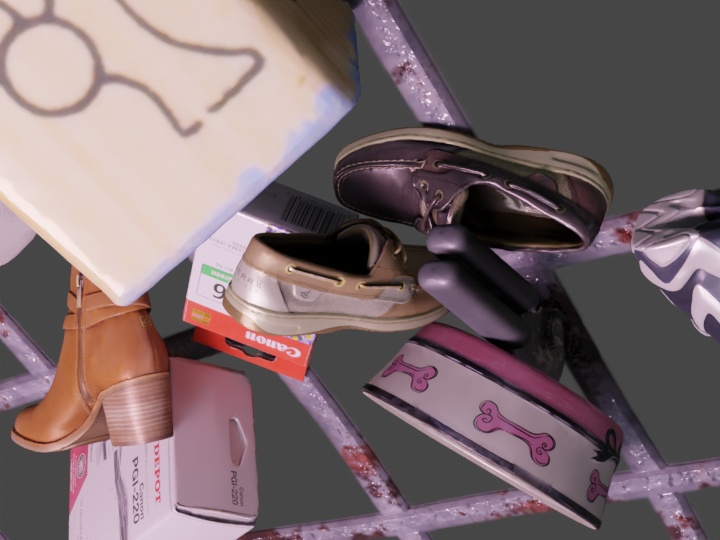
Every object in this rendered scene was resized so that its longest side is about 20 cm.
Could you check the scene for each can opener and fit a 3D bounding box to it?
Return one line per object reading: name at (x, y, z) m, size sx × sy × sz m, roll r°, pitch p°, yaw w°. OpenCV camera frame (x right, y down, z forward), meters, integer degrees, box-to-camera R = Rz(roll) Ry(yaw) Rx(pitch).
can opener at (0.089, 0.029, 0.935) m, size 0.067 × 0.053 × 0.200 m, roll -1°, pitch 155°, yaw 36°

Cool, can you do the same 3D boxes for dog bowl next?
dog bowl at (0.104, 0.109, 0.971) m, size 0.200 × 0.074 × 0.200 m, roll 30°, pitch 174°, yaw 3°

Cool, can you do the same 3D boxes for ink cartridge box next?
ink cartridge box at (-0.176, 0.186, 1.146) m, size 0.085 × 0.146 × 0.200 m, roll 18°, pitch 140°, yaw -34°
ink cartridge box at (-0.079, 0.021, 1.038) m, size 0.109 × 0.050 × 0.200 m, roll 21°, pitch 133°, yaw 2°

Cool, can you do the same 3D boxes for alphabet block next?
alphabet block at (-0.136, -0.137, 0.773) m, size 0.195 × 0.196 × 0.200 m, roll -40°, pitch 110°, yaw 14°

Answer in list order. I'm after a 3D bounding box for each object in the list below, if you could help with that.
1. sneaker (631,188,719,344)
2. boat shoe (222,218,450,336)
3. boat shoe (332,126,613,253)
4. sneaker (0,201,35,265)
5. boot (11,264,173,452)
sneaker at (0.289, 0.001, 0.858) m, size 0.199 × 0.080 × 0.130 m, roll -16°, pitch 124°, yaw 32°
boat shoe at (0.000, 0.000, 0.919) m, size 0.074 × 0.200 × 0.067 m, roll 39°, pitch 124°, yaw 38°
boat shoe at (0.070, -0.051, 0.905) m, size 0.200 × 0.065 × 0.073 m, roll 4°, pitch 133°, yaw 19°
sneaker at (-0.321, -0.075, 1.029) m, size 0.089 × 0.075 × 0.200 m, roll 50°, pitch 174°, yaw 27°
boot at (-0.229, 0.068, 1.098) m, size 0.200 × 0.074 × 0.155 m, roll -10°, pitch 89°, yaw 39°
